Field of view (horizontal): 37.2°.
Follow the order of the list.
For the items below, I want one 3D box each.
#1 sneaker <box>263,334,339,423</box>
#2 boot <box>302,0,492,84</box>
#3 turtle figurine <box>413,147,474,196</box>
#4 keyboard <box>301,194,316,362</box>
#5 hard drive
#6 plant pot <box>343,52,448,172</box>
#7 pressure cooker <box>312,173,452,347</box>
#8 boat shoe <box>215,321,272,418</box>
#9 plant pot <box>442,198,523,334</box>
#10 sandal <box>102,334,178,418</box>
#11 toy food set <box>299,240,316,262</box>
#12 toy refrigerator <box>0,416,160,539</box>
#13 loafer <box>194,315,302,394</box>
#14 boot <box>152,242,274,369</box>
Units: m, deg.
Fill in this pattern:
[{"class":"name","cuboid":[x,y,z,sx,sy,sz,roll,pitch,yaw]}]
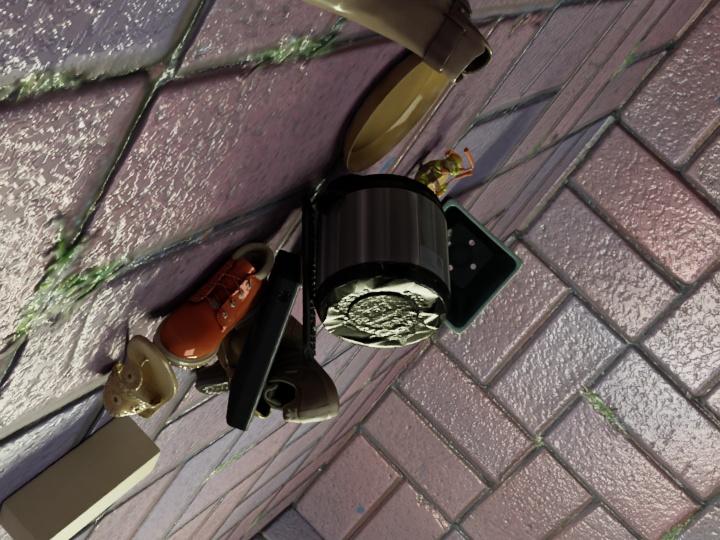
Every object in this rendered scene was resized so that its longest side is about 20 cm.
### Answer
[{"class":"sneaker","cuboid":[-0.097,0.136,1.374,0.075,0.200,0.071,-10,109,-24]},{"class":"boot","cuboid":[0.038,-0.220,0.925,0.070,0.146,0.200,-51,168,33]},{"class":"turtle figurine","cuboid":[0.107,-0.142,1.696,0.161,0.065,0.200,-38,177,-6]},{"class":"keyboard","cuboid":[-0.065,0.017,1.359,0.020,0.202,0.127,1,163,-4]},{"class":"hard drive","cuboid":[-0.123,0.085,1.355,0.140,0.033,0.202,-107,-143,-74]},{"class":"plant pot","cuboid":[0.044,-0.206,1.326,0.200,0.027,0.200,-44,169,-11]},{"class":"pressure cooker","cuboid":[0.030,-0.024,1.356,0.177,0.177,0.202,81,8,-55]},{"class":"boat shoe","cuboid":[-0.155,0.129,1.480,0.072,0.068,0.201,-34,142,-15]},{"class":"plant pot","cuboid":[0.200,-0.020,2.197,0.197,0.196,0.200,-49,179,11]},{"class":"sandal","cuboid":[-0.269,0.148,1.254,0.070,0.078,0.212,-45,175,-27]},{"class":"toy food set","cuboid":[0.000,0.000,1.510,0.143,0.199,0.061,-42,135,-19]},{"class":"toy refrigerator","cuboid":[-0.359,0.278,1.373,0.200,0.076,0.070,-39,167,-39]},{"class":"loafer","cuboid":[-0.165,0.124,1.604,0.199,0.071,0.073,-22,167,-29]},{"class":"boot","cuboid":[-0.170,0.036,1.264,0.108,0.075,0.200,-58,173,36]}]
